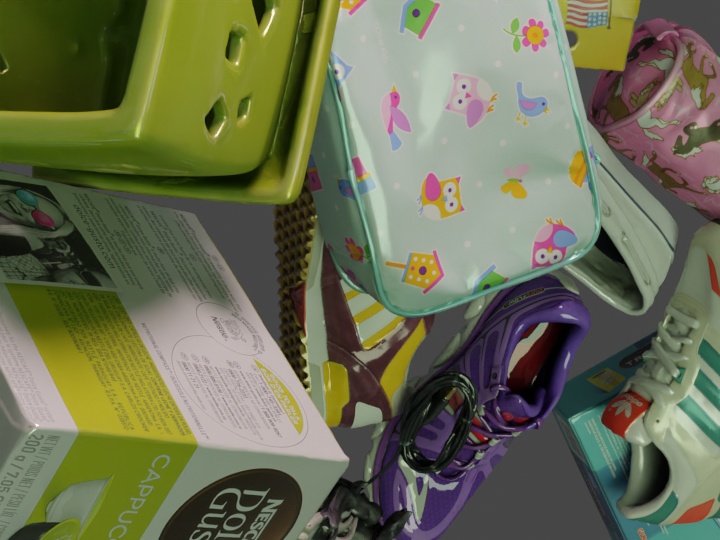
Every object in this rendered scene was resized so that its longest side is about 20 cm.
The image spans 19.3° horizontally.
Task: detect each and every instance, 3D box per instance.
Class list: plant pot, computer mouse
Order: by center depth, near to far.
[{"bbox_3d":[-0.119,-0.137,1.058,0.181,0.198,0.201,24,74,-57],"label":"plant pot"},{"bbox_3d":[0.003,0.128,1.308,0.059,0.034,0.200,46,114,-3],"label":"computer mouse"}]

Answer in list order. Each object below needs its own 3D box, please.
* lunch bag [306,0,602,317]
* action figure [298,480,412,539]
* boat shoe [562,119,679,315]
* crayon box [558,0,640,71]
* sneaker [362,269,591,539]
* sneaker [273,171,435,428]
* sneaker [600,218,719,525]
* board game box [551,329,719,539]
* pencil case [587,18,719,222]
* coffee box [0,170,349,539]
[{"bbox_3d":[0.049,-0.081,1.183,0.160,0.077,0.201,-20,108,-20],"label":"lunch bag"},{"bbox_3d":[-0.054,0.148,1.257,0.200,0.102,0.119,44,129,-3],"label":"action figure"},{"bbox_3d":[0.119,-0.046,1.277,0.200,0.073,0.066,36,54,-24],"label":"boat shoe"},{"bbox_3d":[0.107,-0.222,1.232,0.126,0.051,0.201,4,107,-19],"label":"crayon box"},{"bbox_3d":[0.072,0.088,1.316,0.080,0.083,0.200,26,101,-24],"label":"sneaker"},{"bbox_3d":[0.000,0.000,1.271,0.090,0.075,0.201,-7,119,-17],"label":"sneaker"},{"bbox_3d":[0.199,0.069,1.304,0.093,0.070,0.201,-8,113,-21],"label":"sneaker"},{"bbox_3d":[0.240,0.100,1.393,0.200,0.047,0.151,-29,114,-6],"label":"board game box"},{"bbox_3d":[0.233,-0.074,1.310,0.200,0.083,0.087,31,68,-24],"label":"pencil case"},{"bbox_3d":[-0.164,0.092,1.070,0.197,0.200,0.200,11,123,-43],"label":"coffee box"}]
